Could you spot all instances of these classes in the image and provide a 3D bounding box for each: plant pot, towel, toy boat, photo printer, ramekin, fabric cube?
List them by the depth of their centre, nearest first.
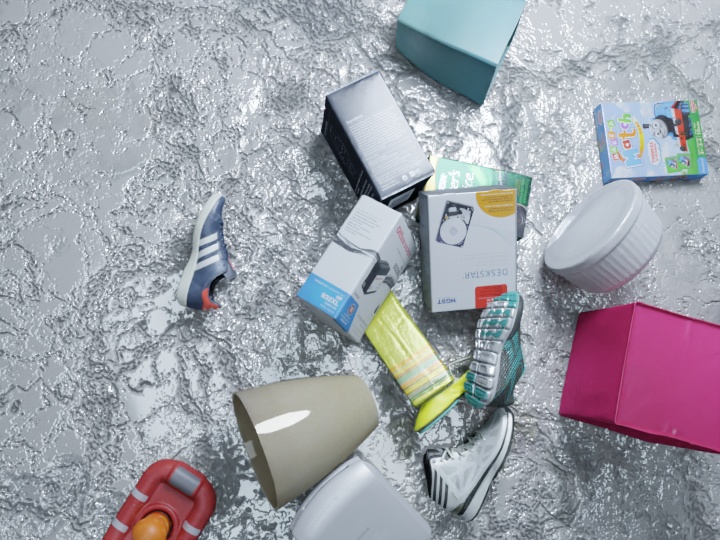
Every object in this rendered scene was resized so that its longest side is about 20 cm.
[{"bbox_3d":[-0.317,0.398,0.935,0.130,0.131,0.201,31,79,0],"label":"toy boat"},{"bbox_3d":[-0.003,0.406,0.968,0.166,0.069,0.200,-43,108,-11],"label":"photo printer"},{"bbox_3d":[-0.077,0.246,0.974,0.199,0.187,0.188,-19,83,-22],"label":"plant pot"},{"bbox_3d":[0.480,0.178,1.020,0.199,0.199,0.198,17,78,-3],"label":"fabric cube"},{"bbox_3d":[0.071,0.130,1.049,0.086,0.018,0.200,-29,66,-15],"label":"towel"},{"bbox_3d":[0.425,-0.052,1.059,0.094,0.202,0.203,39,79,-11],"label":"ramekin"},{"bbox_3d":[0.173,-0.433,1.120,0.199,0.141,0.142,26,79,6],"label":"plant pot"}]

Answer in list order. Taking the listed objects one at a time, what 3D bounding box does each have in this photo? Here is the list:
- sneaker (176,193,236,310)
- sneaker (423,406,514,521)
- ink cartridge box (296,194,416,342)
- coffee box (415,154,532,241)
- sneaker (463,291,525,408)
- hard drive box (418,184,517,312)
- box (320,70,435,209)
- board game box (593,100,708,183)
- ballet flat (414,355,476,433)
[{"bbox_3d":[-0.245,-0.028,1.043,0.084,0.075,0.201,15,89,-2],"label":"sneaker"},{"bbox_3d":[0.176,0.306,1.030,0.115,0.076,0.201,27,82,-3],"label":"sneaker"},{"bbox_3d":[0.000,0.000,1.016,0.083,0.145,0.201,28,78,24],"label":"ink cartridge box"},{"bbox_3d":[0.207,-0.130,1.119,0.198,0.044,0.124,13,80,-4],"label":"coffee box"},{"bbox_3d":[0.239,0.136,1.020,0.091,0.077,0.201,21,85,-29],"label":"sneaker"},{"bbox_3d":[0.185,-0.040,1.053,0.155,0.077,0.202,-6,104,-6],"label":"hard drive box"},{"bbox_3d":[0.024,-0.210,1.060,0.107,0.148,0.201,-28,85,-10],"label":"box"},{"bbox_3d":[0.560,-0.249,1.180,0.198,0.037,0.153,-4,82,-6],"label":"board game box"},{"bbox_3d":[0.158,0.200,1.054,0.199,0.067,0.067,-32,78,-17],"label":"ballet flat"}]
